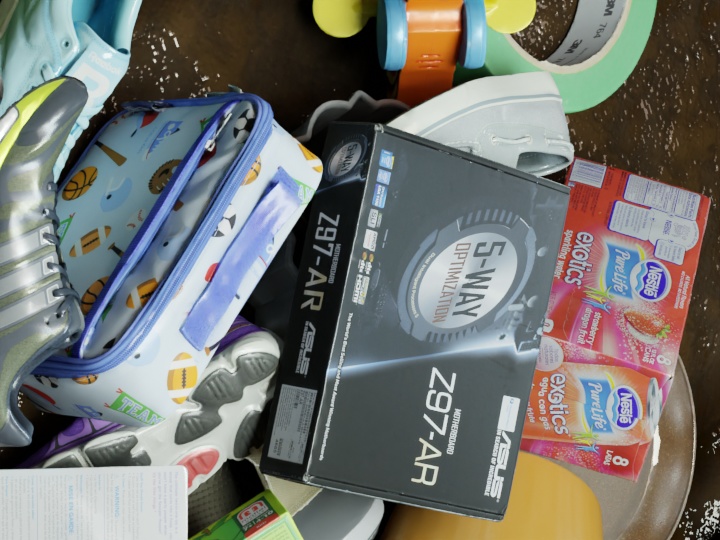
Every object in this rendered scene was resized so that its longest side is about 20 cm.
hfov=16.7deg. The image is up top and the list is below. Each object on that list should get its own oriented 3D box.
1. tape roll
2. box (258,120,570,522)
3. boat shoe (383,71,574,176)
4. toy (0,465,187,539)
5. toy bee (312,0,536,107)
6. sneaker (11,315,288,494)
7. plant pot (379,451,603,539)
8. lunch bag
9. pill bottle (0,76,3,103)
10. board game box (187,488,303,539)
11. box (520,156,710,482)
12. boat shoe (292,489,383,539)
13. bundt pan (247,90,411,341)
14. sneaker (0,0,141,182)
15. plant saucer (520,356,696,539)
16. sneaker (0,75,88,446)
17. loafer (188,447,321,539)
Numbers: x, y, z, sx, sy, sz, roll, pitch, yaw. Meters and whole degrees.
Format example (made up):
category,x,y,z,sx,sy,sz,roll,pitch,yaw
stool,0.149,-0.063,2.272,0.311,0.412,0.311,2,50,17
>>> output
category,x,y,z,sx,sy,sz,roll,pitch,yaw
tape roll,0.116,-0.204,1.626,0.199,0.048,0.202,1,89,-42
box,0.033,0.031,1.387,0.160,0.043,0.202,16,84,-41
boat shoe,0.070,-0.072,1.477,0.200,0.070,0.072,-18,81,-53
toy,-0.193,0.161,1.304,0.198,0.047,0.116,-1,94,-15
toy bee,0.049,-0.174,1.492,0.130,0.200,0.110,8,64,-26
sneaker,-0.128,0.096,1.374,0.199,0.083,0.081,-32,122,-11
plant pot,0.074,0.217,1.508,0.200,0.199,0.184,39,50,-35
lunch bag,-0.113,-0.012,1.343,0.076,0.160,0.201,45,63,-33
pill bottle,-0.264,-0.028,1.241,0.108,0.108,0.201,33,69,-37
board game box,-0.106,0.221,1.365,0.199,0.048,0.102,-32,109,-7
box,0.154,0.028,1.558,0.201,0.099,0.096,-69,173,-52
boat shoe,-0.054,0.206,1.466,0.200,0.068,0.057,-44,124,-27
bundt pan,0.000,0.000,1.480,0.201,0.075,0.203,24,56,-40
sneaker,-0.170,-0.102,1.344,0.074,0.082,0.202,25,74,-38
plant saucer,0.153,0.118,1.672,0.199,0.032,0.202,0,89,-43
sneaker,-0.173,-0.001,1.256,0.080,0.074,0.201,20,91,0
loafer,-0.067,0.125,1.447,0.199,0.068,0.076,-29,109,-38
